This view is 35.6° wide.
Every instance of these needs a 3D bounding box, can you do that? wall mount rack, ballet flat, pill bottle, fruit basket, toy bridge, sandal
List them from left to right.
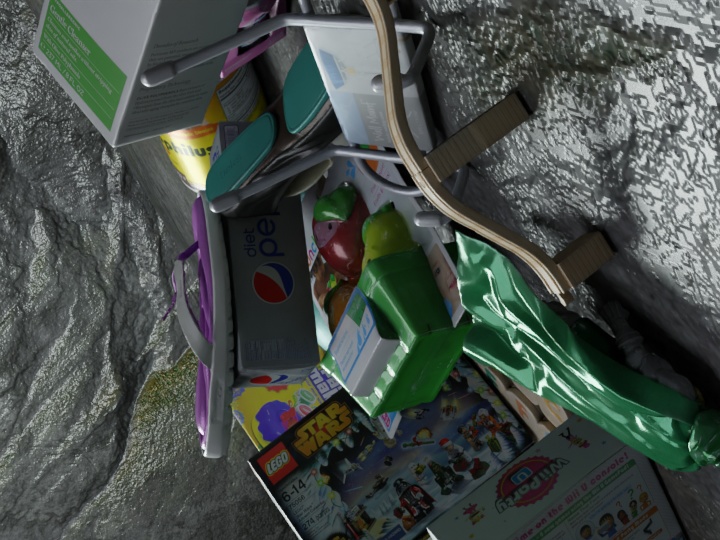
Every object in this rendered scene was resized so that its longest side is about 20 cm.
[{"bbox_3d":[-0.125,0.041,0.855,0.082,0.049,0.207,168,99,-74],"label":"sandal"},{"bbox_3d":[-0.147,-0.167,1.034,0.109,0.109,0.201,47,166,34],"label":"pill bottle"},{"bbox_3d":[-0.038,-0.103,0.797,0.200,0.068,0.069,-39,49,43],"label":"ballet flat"},{"bbox_3d":[-0.027,-0.094,0.688,0.171,0.075,0.201,8,145,24],"label":"wall mount rack"},{"bbox_3d":[0.000,0.000,0.846,0.201,0.093,0.186,55,143,25],"label":"fruit basket"},{"bbox_3d":[0.057,-0.067,0.589,0.202,0.067,0.027,57,168,-5],"label":"toy bridge"}]

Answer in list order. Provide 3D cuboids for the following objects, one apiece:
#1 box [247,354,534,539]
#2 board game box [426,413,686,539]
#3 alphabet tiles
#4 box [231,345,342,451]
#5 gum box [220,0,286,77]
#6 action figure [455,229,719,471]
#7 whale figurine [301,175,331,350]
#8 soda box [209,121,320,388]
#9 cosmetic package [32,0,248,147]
[{"bbox_3d":[0.025,0.153,0.922,0.137,0.199,0.040,49,168,23],"label":"box"},{"bbox_3d":[0.156,0.220,0.782,0.202,0.146,0.064,61,169,-26],"label":"board game box"},{"bbox_3d":[0.141,0.130,0.920,0.200,0.014,0.197,47,165,39],"label":"alphabet tiles"},{"bbox_3d":[-0.039,0.111,1.152,0.202,0.121,0.193,59,-164,-18],"label":"box"},{"bbox_3d":[-0.129,-0.250,0.833,0.201,0.066,0.114,54,169,8],"label":"gum box"},{"bbox_3d":[0.137,0.056,0.636,0.199,0.054,0.119,36,157,41],"label":"action figure"},{"bbox_3d":[-0.025,-0.007,0.991,0.201,0.103,0.159,54,169,-5],"label":"whale figurine"},{"bbox_3d":[-0.079,-0.013,0.889,0.068,0.062,0.204,129,136,-67],"label":"soda box"},{"bbox_3d":[-0.131,-0.195,0.718,0.108,0.084,0.201,46,133,21],"label":"cosmetic package"}]
